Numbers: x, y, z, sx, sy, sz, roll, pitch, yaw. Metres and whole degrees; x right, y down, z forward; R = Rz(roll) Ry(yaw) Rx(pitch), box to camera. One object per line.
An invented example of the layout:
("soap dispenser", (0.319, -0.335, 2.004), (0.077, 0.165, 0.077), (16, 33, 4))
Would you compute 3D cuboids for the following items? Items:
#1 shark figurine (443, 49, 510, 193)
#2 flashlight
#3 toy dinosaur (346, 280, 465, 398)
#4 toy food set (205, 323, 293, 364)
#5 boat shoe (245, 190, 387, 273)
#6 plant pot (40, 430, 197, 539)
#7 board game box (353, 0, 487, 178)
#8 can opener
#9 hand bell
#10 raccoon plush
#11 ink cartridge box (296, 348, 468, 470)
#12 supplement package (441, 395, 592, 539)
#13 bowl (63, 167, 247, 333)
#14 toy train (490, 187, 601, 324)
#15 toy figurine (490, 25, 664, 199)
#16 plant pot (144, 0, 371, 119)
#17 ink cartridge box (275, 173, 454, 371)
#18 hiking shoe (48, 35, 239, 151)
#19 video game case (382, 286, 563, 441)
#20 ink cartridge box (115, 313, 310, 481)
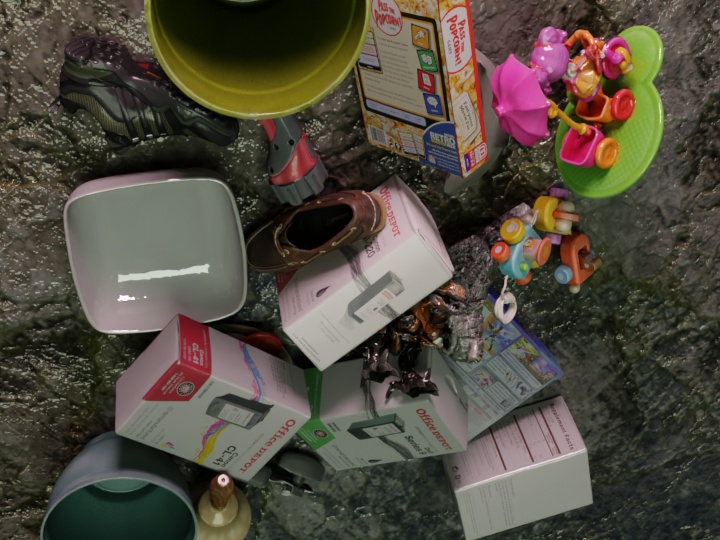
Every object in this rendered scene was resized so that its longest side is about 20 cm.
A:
("shark figurine", (0.142, -0.183, 1.123), (0.126, 0.090, 0.217), (-18, 128, -2))
("flashlight", (-0.104, -0.169, 1.093), (0.068, 0.068, 0.202), (-43, 125, -21))
("toy dinosaur", (0.050, 0.077, 1.193), (0.100, 0.138, 0.200), (12, 154, -17))
("toy food set", (-0.178, 0.150, 1.301), (0.196, 0.049, 0.201), (-27, 125, 6))
("boat shoe", (-0.066, -0.045, 1.139), (0.198, 0.070, 0.072), (-23, 86, 33))
("plant pot", (-0.319, 0.300, 1.319), (0.196, 0.135, 0.203), (-6, 125, -9))
("board game box", (0.055, -0.211, 1.044), (0.046, 0.150, 0.202), (-36, 133, -29))
("can opener", (-0.146, 0.274, 1.401), (0.198, 0.052, 0.068), (22, 83, -27))
("hand bell", (-0.188, 0.303, 1.319), (0.102, 0.106, 0.201), (0, 153, -12))
("raccoon plush", (0.157, 0.024, 1.222), (0.199, 0.097, 0.135), (-35, 83, 12))
("ink cartridge box", (0.027, 0.183, 1.296), (0.197, 0.085, 0.146), (-13, 140, 23))
("supplement package", (0.225, 0.288, 1.444), (0.196, 0.118, 0.118), (-16, 125, -1))
("bowl", (-0.233, -0.031, 1.149), (0.196, 0.075, 0.203), (-7, 124, -7))
("toy train", (0.240, -0.016, 1.226), (0.199, 0.055, 0.153), (-28, 116, -40))
("toy figurine", (0.226, -0.197, 1.077), (0.182, 0.149, 0.203), (14, 99, -39))
("plant pot", (-0.103, -0.277, 0.935), (0.196, 0.194, 0.203), (-6, 125, -8))
("ink cartridge box", (0.000, 0.000, 1.178), (0.199, 0.146, 0.085), (-35, 122, 12))
("hiking shoe", (-0.229, -0.172, 1.064), (0.197, 0.076, 0.101), (23, 126, -15))
("video game case", (0.153, 0.128, 1.362), (0.180, 0.046, 0.200), (-36, 124, 15))
("ink cartridge box", (-0.180, 0.159, 1.214), (0.198, 0.086, 0.148), (28, 120, -30))
